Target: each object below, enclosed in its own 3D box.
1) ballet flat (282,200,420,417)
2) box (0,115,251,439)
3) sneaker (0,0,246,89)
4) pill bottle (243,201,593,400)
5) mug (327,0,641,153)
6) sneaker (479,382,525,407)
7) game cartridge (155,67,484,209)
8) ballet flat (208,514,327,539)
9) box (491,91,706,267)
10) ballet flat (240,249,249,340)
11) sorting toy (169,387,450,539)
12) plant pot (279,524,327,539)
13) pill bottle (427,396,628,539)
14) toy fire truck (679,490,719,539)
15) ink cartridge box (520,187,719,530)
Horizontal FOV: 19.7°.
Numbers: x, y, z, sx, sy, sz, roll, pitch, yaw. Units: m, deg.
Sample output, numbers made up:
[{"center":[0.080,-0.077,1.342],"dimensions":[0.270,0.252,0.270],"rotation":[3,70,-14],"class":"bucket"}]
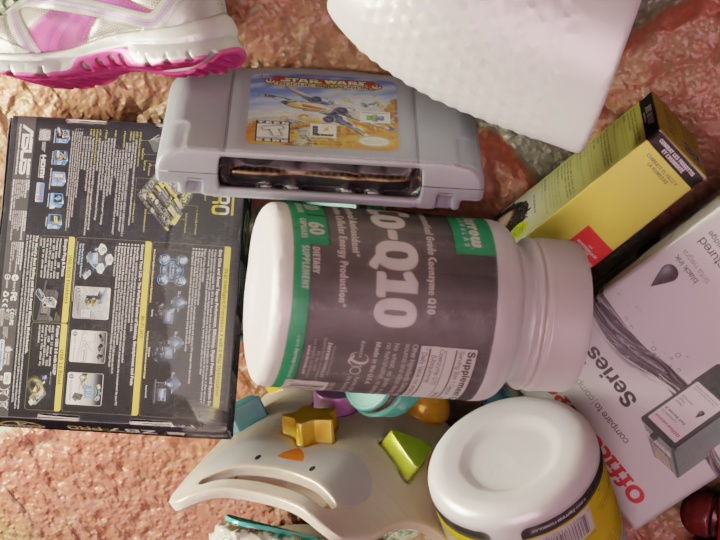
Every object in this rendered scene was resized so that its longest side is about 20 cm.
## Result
[{"center":[0.000,0.000,1.367],"dimensions":[0.067,0.070,0.201],"rotation":[-22,78,32],"class":"ballet flat"},{"center":[-0.155,0.004,1.338],"dimensions":[0.160,0.049,0.201],"rotation":[2,77,3],"class":"box"},{"center":[-0.168,-0.164,1.307],"dimensions":[0.199,0.081,0.089],"rotation":[-3,88,15],"class":"sneaker"},{"center":[0.034,0.021,1.268],"dimensions":[0.199,0.113,0.114],"rotation":[4,116,-13],"class":"pill bottle"},{"center":[0.084,-0.193,1.253],"dimensions":[0.175,0.148,0.201],"rotation":[20,84,2],"class":"mug"},{"center":[0.096,0.139,1.430],"dimensions":[0.089,0.078,0.201],"rotation":[-10,113,12],"class":"sneaker"},{"center":[-0.025,-0.086,1.299],"dimensions":[0.199,0.133,0.042],"rotation":[3,123,-3],"class":"game cartridge"},{"center":[-0.009,0.211,1.419],"dimensions":[0.199,0.072,0.072],"rotation":[8,115,-9],"class":"ballet flat"},{"center":[0.131,-0.028,1.352],"dimensions":[0.200,0.075,0.050],"rotation":[-39,108,17],"class":"box"},{"center":[-0.113,0.010,1.395],"dimensions":[0.199,0.074,0.075],"rotation":[11,115,-4],"class":"ballet flat"},{"center":[-0.034,0.135,1.354],"dimensions":[0.199,0.180,0.107],"rotation":[9,106,19],"class":"sorting toy"},{"center":[-0.040,0.309,1.463],"dimensions":[0.199,0.174,0.201],"rotation":[1,115,2],"class":"plant pot"},{"center":[0.120,0.187,1.347],"dimensions":[0.111,0.112,0.201],"rotation":[-13,128,9],"class":"pill bottle"},{"center":[0.303,0.219,1.447],"dimensions":[0.167,0.112,0.201],"rotation":[7,116,20],"class":"toy fire truck"},{"center":[0.217,0.053,1.349],"dimensions":[0.200,0.084,0.146],"rotation":[-39,91,27],"class":"ink cartridge box"}]
